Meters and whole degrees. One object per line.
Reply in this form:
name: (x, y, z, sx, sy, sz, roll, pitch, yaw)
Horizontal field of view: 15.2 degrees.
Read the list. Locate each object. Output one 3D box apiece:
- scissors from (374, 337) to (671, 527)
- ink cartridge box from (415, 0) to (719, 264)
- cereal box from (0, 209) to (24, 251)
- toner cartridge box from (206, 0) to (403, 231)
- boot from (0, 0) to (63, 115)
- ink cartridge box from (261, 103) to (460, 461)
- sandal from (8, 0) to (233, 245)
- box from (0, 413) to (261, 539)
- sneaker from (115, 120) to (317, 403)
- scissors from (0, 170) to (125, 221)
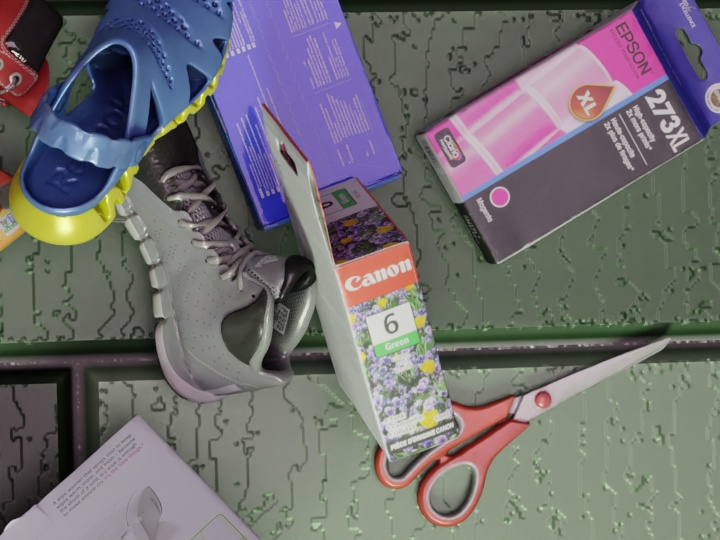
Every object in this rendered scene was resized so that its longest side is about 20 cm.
scissors: (0.099, 0.081, 1.687, 0.200, 0.014, 0.073, -39, 96, -5)
ink cartridge box: (0.142, -0.094, 1.679, 0.200, 0.037, 0.095, -31, 97, -9)
cereal box: (-0.309, -0.063, 1.600, 0.144, 0.040, 0.200, -39, 98, -8)
toner cartridge box: (-0.054, -0.134, 1.639, 0.095, 0.043, 0.200, -21, 95, -7)
boot: (-0.256, -0.124, 1.555, 0.144, 0.072, 0.200, 50, 49, -11)
ink cartridge box: (0.000, 0.000, 1.588, 0.050, 0.109, 0.200, -19, 116, -9)
sandal: (-0.132, -0.110, 1.545, 0.079, 0.087, 0.200, 24, 66, 6)
box: (-0.138, 0.218, 1.565, 0.200, 0.097, 0.176, -44, 59, -9)
sneaker: (-0.077, -0.021, 1.597, 0.075, 0.115, 0.200, -27, 106, -46)
scissors: (-0.209, -0.039, 1.577, 0.200, 0.014, 0.073, 30, 85, -42)
